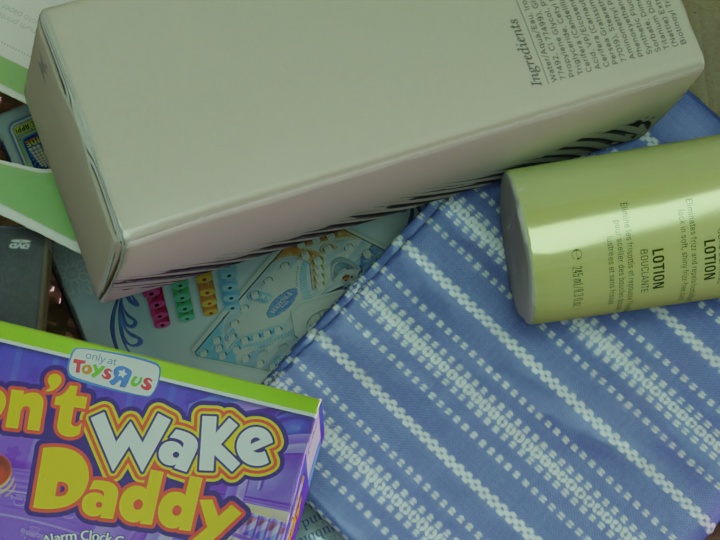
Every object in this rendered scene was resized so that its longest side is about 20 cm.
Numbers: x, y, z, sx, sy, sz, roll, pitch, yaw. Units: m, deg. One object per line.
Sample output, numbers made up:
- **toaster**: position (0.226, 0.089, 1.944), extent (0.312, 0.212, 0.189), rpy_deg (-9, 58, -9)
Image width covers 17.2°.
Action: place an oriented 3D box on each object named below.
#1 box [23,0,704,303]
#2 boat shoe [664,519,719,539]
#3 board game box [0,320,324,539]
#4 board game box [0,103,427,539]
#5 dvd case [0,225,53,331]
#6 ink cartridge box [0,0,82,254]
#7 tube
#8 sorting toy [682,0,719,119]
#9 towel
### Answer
- **box**: position (0.001, -0.061, 0.752), extent (0.199, 0.068, 0.082), rpy_deg (-16, 77, -16)
- **boat shoe**: position (0.090, 0.115, 0.796), extent (0.200, 0.072, 0.072), rpy_deg (-24, 130, -14)
- **board game box**: position (-0.123, 0.083, 0.716), extent (0.199, 0.045, 0.135), rpy_deg (13, 71, 4)
- **board game box**: position (0.000, 0.000, 0.836), extent (0.199, 0.043, 0.199), rpy_deg (-23, 74, -6)
- **dvd case**: position (-0.179, 0.079, 0.752), extent (0.148, 0.016, 0.201), rpy_deg (2, 71, 3)
- **ink cartridge box**: position (-0.088, -0.102, 0.821), extent (0.145, 0.048, 0.200), rpy_deg (26, 72, 11)
- **tube**: position (0.146, -0.023, 0.769), extent (0.199, 0.058, 0.052), rpy_deg (-8, 76, -5)
- **sorting toy**: position (0.190, -0.083, 0.798), extent (0.199, 0.185, 0.037), rpy_deg (6, 42, 23)
- **towel**: position (0.071, 0.028, 0.792), extent (0.145, 0.024, 0.200), rpy_deg (42, 75, 10)
